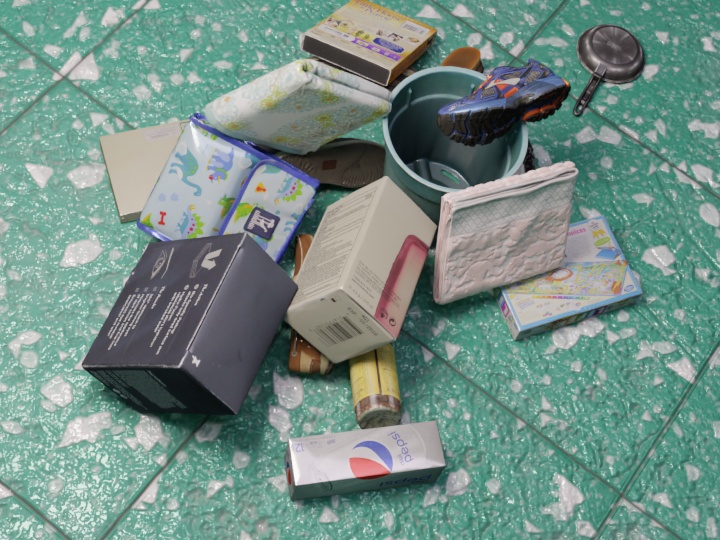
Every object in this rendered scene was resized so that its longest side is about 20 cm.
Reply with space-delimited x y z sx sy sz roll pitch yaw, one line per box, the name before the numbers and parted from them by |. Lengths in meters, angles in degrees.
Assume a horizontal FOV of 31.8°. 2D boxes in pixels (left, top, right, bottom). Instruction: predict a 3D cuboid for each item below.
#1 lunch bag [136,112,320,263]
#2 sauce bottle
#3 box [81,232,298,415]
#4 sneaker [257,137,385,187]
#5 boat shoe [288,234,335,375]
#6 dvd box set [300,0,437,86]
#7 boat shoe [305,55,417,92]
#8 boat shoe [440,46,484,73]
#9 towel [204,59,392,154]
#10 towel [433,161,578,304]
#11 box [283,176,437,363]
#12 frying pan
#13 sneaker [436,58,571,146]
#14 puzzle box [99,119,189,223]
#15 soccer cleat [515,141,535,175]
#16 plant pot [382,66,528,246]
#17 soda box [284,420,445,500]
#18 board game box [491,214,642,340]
lunch bag | -0.177 -0.092 1.705 0.199 0.128 0.171 28 98 -9
sauce bottle | 0.016 0.117 1.678 0.064 0.065 0.202 2 49 -8
box | -0.214 0.069 1.594 0.117 0.198 0.198 46 55 -35
sneaker | -0.058 -0.175 1.826 0.198 0.076 0.106 -3 33 -29
boat shoe | -0.078 0.045 1.708 0.073 0.076 0.202 -4 63 -7
dvd box set | 0.015 -0.345 1.888 0.145 0.030 0.200 24 34 11
boat shoe | -0.008 -0.272 1.882 0.197 0.075 0.074 2 62 -6
boat shoe | 0.122 -0.255 1.881 0.070 0.071 0.200 26 50 30
towel | -0.077 -0.213 1.640 0.199 0.170 0.049 9 64 -51
towel | 0.194 -0.047 1.694 0.198 0.192 0.032 -16 49 -16
box | 0.000 0.000 1.643 0.109 0.127 0.201 42 49 -23
frying pan | 0.372 -0.331 2.000 0.189 0.031 0.115 -32 71 -25
sneaker | 0.180 -0.225 1.673 0.198 0.076 0.079 -20 58 -27
puzzle box | -0.261 -0.149 1.806 0.198 0.025 0.134 -12 65 -15
soccer cleat | 0.214 -0.111 1.832 0.072 0.068 0.202 -15 51 24
plant pot | 0.113 -0.143 1.764 0.197 0.197 0.202 4 62 -8
soda box | 0.005 0.244 1.621 0.197 0.068 0.064 -5 64 -12
board game box | 0.285 0.008 1.805 0.198 0.034 0.136 -15 66 -16
